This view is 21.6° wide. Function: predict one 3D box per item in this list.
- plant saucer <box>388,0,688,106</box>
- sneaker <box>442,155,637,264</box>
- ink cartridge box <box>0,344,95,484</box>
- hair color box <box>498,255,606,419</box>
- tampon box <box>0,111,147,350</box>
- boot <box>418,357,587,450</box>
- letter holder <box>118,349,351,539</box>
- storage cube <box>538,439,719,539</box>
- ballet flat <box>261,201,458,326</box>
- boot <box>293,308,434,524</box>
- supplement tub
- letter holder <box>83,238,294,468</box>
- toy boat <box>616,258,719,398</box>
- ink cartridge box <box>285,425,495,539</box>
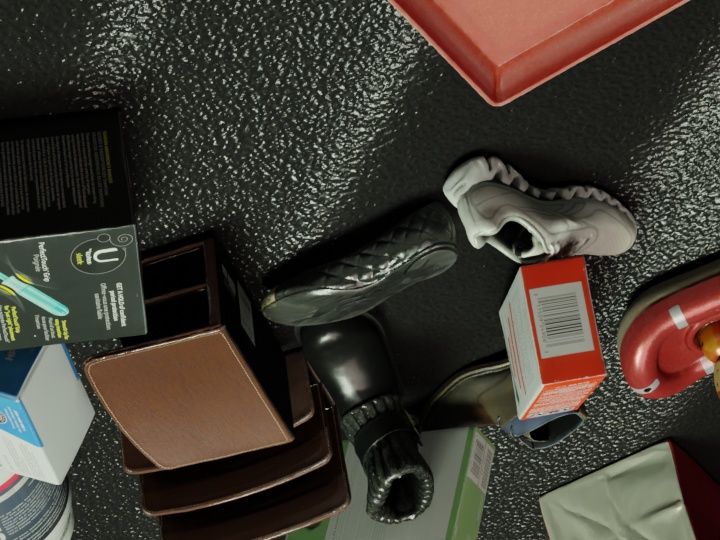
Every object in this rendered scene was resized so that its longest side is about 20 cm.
[{"bbox_3d":[0.136,-0.234,1.457,0.200,0.037,0.200,-29,139,21],"label":"plant saucer"},{"bbox_3d":[0.165,-0.037,1.681,0.200,0.081,0.075,12,135,-30],"label":"sneaker"},{"bbox_3d":[-0.352,0.098,1.652,0.199,0.086,0.147,14,147,17],"label":"ink cartridge box"},{"bbox_3d":[0.174,0.065,1.729,0.064,0.111,0.200,-9,168,-4],"label":"hair color box"},{"bbox_3d":[-0.282,-0.027,1.540,0.199,0.126,0.150,-7,143,-7],"label":"tampon box"},{"bbox_3d":[0.142,0.144,1.890,0.200,0.097,0.075,-35,136,28],"label":"boot"},{"bbox_3d":[-0.123,0.186,1.840,0.199,0.142,0.101,-18,142,9],"label":"letter holder"},{"bbox_3d":[0.329,0.322,2.107,0.200,0.171,0.180,-28,138,21],"label":"storage cube"},{"bbox_3d":[0.000,0.000,1.708,0.200,0.057,0.066,-22,145,17],"label":"ballet flat"},{"bbox_3d":[0.007,0.133,1.792,0.079,0.158,0.211,-21,141,12],"label":"boot"},{"bbox_3d":[-0.356,0.198,1.798,0.140,0.141,0.200,-11,142,0],"label":"supplement tub"},{"bbox_3d":[-0.161,0.083,1.723,0.142,0.101,0.200,-16,142,9],"label":"letter holder"},{"bbox_3d":[0.351,0.074,1.826,0.200,0.131,0.131,-24,141,16],"label":"toy boat"},{"bbox_3d":[0.027,0.235,1.890,0.200,0.146,0.048,-10,139,32],"label":"ink cartridge box"}]
